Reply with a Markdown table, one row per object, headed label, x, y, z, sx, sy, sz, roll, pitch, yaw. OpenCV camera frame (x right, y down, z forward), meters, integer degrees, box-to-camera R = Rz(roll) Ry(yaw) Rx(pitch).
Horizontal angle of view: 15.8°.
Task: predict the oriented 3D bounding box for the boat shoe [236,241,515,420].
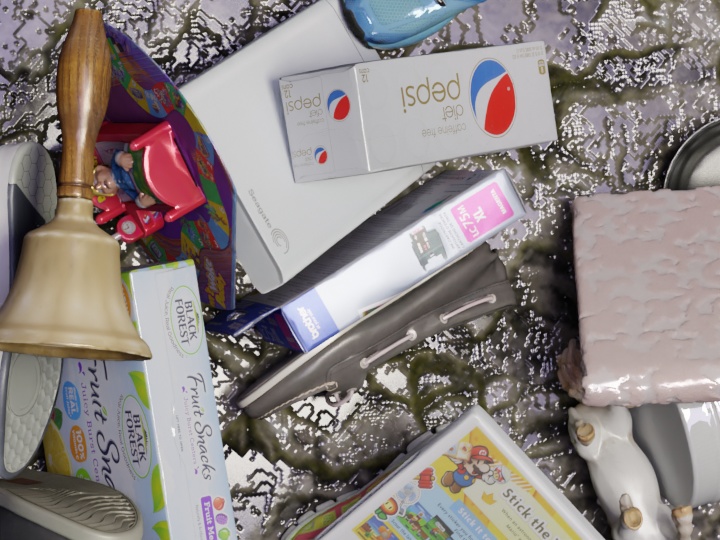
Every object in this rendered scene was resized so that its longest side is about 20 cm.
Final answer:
| label | x | y | z | sx | sy | sz | roll | pitch | yaw |
| --- | --- | --- | --- | --- | --- | --- | --- | --- | --- |
| boat shoe | 0.014 | 0.048 | 1.671 | 0.200 | 0.067 | 0.057 | -35 | 93 | -14 |

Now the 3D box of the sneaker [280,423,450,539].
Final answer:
| label | x | y | z | sx | sy | sz | roll | pitch | yaw |
| --- | --- | --- | --- | --- | --- | --- | --- | --- | --- |
| sneaker | 0.013 | 0.173 | 1.659 | 0.200 | 0.090 | 0.078 | -44 | 101 | -8 |

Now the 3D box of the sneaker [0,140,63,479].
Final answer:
| label | x | y | z | sx | sy | sz | roll | pitch | yaw |
| --- | --- | --- | --- | --- | --- | --- | --- | --- | --- |
| sneaker | -0.260 | 0.022 | 1.580 | 0.146 | 0.077 | 0.203 | 1 | 91 | 21 |

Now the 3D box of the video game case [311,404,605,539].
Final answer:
| label | x | y | z | sx | sy | sz | roll | pitch | yaw |
| --- | --- | --- | --- | --- | --- | --- | --- | --- | --- |
| video game case | 0.071 | 0.211 | 1.617 | 0.182 | 0.023 | 0.200 | -41 | 99 | 15 |

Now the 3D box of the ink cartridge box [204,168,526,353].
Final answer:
| label | x | y | z | sx | sy | sz | roll | pitch | yaw |
| --- | --- | --- | --- | --- | --- | --- | --- | --- | --- |
| ink cartridge box | 0.000 | 0.000 | 1.639 | 0.199 | 0.119 | 0.042 | -30 | 99 | -12 |

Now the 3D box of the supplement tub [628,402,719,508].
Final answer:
| label | x | y | z | sx | sy | sz | roll | pitch | yaw |
| --- | --- | --- | --- | --- | --- | --- | --- | --- | --- |
| supplement tub | 0.280 | 0.066 | 1.699 | 0.199 | 0.132 | 0.133 | -18 | 94 | -12 |

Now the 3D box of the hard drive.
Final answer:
| label | x | y | z | sx | sy | sz | roll | pitch | yaw |
| --- | --- | --- | --- | --- | --- | --- | --- | --- | --- |
| hard drive | -0.036 | -0.084 | 1.614 | 0.132 | 0.027 | 0.200 | 60 | 38 | -7 |

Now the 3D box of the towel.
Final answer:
| label | x | y | z | sx | sy | sz | roll | pitch | yaw |
| --- | --- | --- | --- | --- | --- | --- | --- | --- | --- |
| towel | 0.234 | 0.014 | 1.642 | 0.199 | 0.191 | 0.032 | -4 | 130 | 4 |

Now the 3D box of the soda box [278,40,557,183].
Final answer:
| label | x | y | z | sx | sy | sz | roll | pitch | yaw |
| --- | --- | --- | --- | --- | --- | --- | --- | --- | --- |
| soda box | 0.040 | -0.101 | 1.624 | 0.200 | 0.063 | 0.068 | -12 | 95 | -49 |

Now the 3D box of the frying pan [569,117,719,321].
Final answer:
| label | x | y | z | sx | sy | sz | roll | pitch | yaw |
| --- | --- | --- | --- | --- | --- | --- | --- | --- | --- |
| frying pan | 0.237 | -0.017 | 1.739 | 0.115 | 0.031 | 0.190 | 34 | 94 | -6 |

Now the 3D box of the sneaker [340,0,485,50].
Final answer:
| label | x | y | z | sx | sy | sz | roll | pitch | yaw |
| --- | --- | --- | --- | --- | --- | --- | --- | --- | --- |
| sneaker | 0.075 | -0.213 | 1.670 | 0.200 | 0.090 | 0.079 | -33 | 98 | -11 |

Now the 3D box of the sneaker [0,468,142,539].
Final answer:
| label | x | y | z | sx | sy | sz | roll | pitch | yaw |
| --- | --- | --- | --- | --- | --- | --- | --- | --- | --- |
| sneaker | -0.202 | 0.180 | 1.570 | 0.075 | 0.200 | 0.107 | -2 | 98 | -42 |

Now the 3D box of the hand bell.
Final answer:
| label | x | y | z | sx | sy | sz | roll | pitch | yaw |
| --- | --- | --- | --- | --- | --- | --- | --- | --- | --- |
| hand bell | -0.163 | -0.052 | 1.499 | 0.104 | 0.104 | 0.201 | 6 | 83 | -13 |

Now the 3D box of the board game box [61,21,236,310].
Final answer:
| label | x | y | z | sx | sy | sz | roll | pitch | yaw |
| --- | --- | --- | --- | --- | --- | --- | --- | --- | --- |
| board game box | -0.138 | -0.053 | 1.562 | 0.039 | 0.200 | 0.158 | -33 | 63 | -23 |

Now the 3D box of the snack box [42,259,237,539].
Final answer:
| label | x | y | z | sx | sy | sz | roll | pitch | yaw |
| --- | --- | --- | --- | --- | --- | --- | --- | --- | --- |
| snack box | -0.142 | 0.099 | 1.593 | 0.053 | 0.142 | 0.201 | -11 | 93 | -37 |

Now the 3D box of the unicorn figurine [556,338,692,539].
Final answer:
| label | x | y | z | sx | sy | sz | roll | pitch | yaw |
| --- | --- | --- | --- | --- | --- | --- | --- | --- | --- |
| unicorn figurine | 0.170 | 0.150 | 1.688 | 0.073 | 0.137 | 0.201 | -5 | 77 | -3 |
